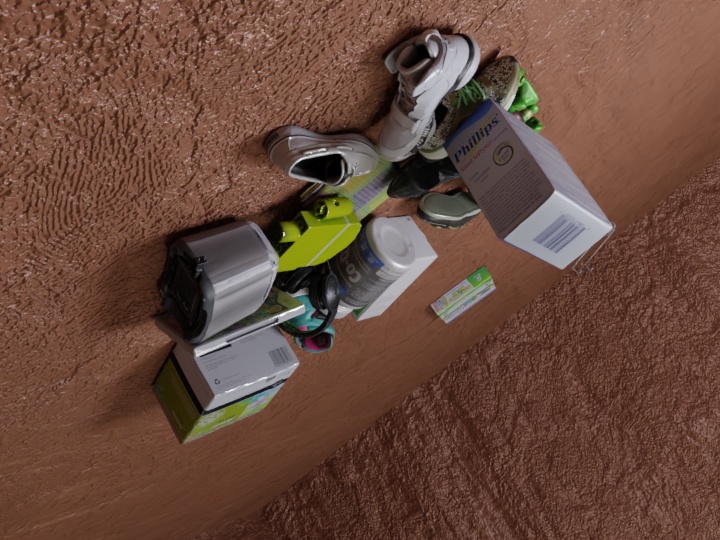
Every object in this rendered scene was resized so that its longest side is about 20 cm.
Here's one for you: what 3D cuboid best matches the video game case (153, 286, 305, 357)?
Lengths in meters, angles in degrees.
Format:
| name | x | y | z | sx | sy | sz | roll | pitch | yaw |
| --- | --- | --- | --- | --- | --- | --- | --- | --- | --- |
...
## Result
| name | x | y | z | sx | sy | sz | roll | pitch | yaw |
| --- | --- | --- | --- | --- | --- | --- | --- | --- | --- |
| video game case | -0.209 | 0.070 | 1.113 | 0.199 | 0.143 | 0.018 | -21 | 119 | -34 |

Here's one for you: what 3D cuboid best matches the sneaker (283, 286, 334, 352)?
| name | x | y | z | sx | sy | sz | roll | pitch | yaw |
| --- | --- | --- | --- | --- | --- | --- | --- | --- | --- |
| sneaker | -0.081 | 0.100 | 1.376 | 0.083 | 0.122 | 0.200 | -22 | 166 | 24 |

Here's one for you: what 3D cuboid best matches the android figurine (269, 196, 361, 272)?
| name | x | y | z | sx | sy | sz | roll | pitch | yaw |
| --- | --- | --- | --- | --- | --- | --- | --- | --- | --- |
| android figurine | -0.078 | -0.052 | 1.097 | 0.199 | 0.041 | 0.182 | -13 | 157 | -48 |

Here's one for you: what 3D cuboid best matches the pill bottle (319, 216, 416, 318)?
| name | x | y | z | sx | sy | sz | roll | pitch | yaw |
| --- | --- | --- | --- | --- | --- | --- | --- | --- | --- |
| pill bottle | 0.000 | 0.000 | 1.291 | 0.113 | 0.114 | 0.200 | -10 | 155 | -50 |

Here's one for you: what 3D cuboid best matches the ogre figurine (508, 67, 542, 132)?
| name | x | y | z | sx | sy | sz | roll | pitch | yaw |
| --- | --- | --- | --- | --- | --- | --- | --- | --- | --- |
| ogre figurine | 0.236 | -0.243 | 1.141 | 0.120 | 0.098 | 0.200 | -47 | 172 | 2 |

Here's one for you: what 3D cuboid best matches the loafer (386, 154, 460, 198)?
| name | x | y | z | sx | sy | sz | roll | pitch | yaw |
| --- | --- | --- | --- | --- | --- | --- | --- | --- | --- |
| loafer | 0.116 | -0.171 | 1.163 | 0.072 | 0.073 | 0.199 | -23 | -177 | 45 |

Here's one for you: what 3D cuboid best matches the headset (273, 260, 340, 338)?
| name | x | y | z | sx | sy | sz | roll | pitch | yaw |
| --- | --- | --- | --- | --- | --- | --- | --- | --- | --- |
| headset | -0.081 | 0.020 | 1.229 | 0.201 | 0.123 | 0.094 | -66 | 164 | 13 |

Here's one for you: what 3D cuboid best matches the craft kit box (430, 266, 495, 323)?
| name | x | y | z | sx | sy | sz | roll | pitch | yaw |
| --- | --- | --- | --- | --- | --- | --- | --- | --- | --- |
| craft kit box | 0.321 | 0.080 | 2.153 | 0.199 | 0.049 | 0.197 | -36 | 164 | 5 |

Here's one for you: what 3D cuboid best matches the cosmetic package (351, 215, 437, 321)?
| name | x | y | z | sx | sy | sz | roll | pitch | yaw |
| --- | --- | --- | --- | --- | --- | --- | --- | --- | --- |
| cosmetic package | 0.045 | -0.004 | 1.383 | 0.084 | 0.108 | 0.200 | -10 | 148 | -48 |

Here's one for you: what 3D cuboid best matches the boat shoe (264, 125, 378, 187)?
| name | x | y | z | sx | sy | sz | roll | pitch | yaw |
| --- | --- | --- | --- | --- | --- | --- | --- | --- | --- |
| boat shoe | -0.038 | -0.146 | 0.937 | 0.072 | 0.066 | 0.199 | -47 | 152 | 26 |

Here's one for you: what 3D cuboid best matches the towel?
| name | x | y | z | sx | sy | sz | roll | pitch | yaw |
| --- | --- | --- | --- | --- | --- | --- | --- | --- | --- |
| towel | -0.005 | -0.134 | 1.113 | 0.143 | 0.023 | 0.200 | -40 | 161 | 13 |

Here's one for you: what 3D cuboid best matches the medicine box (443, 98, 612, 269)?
| name | x | y | z | sx | sy | sz | roll | pitch | yaw |
| --- | --- | --- | --- | --- | --- | --- | --- | --- | --- |
| medicine box | 0.245 | -0.125 | 1.024 | 0.181 | 0.201 | 0.103 | 18 | 127 | -44 |

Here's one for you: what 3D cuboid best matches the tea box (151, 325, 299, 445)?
| name | x | y | z | sx | sy | sz | roll | pitch | yaw |
| --- | --- | --- | --- | --- | --- | --- | --- | --- | --- |
| tea box | -0.258 | 0.202 | 1.327 | 0.199 | 0.134 | 0.197 | -16 | 155 | -43 |

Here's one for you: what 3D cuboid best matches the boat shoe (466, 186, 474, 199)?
| name | x | y | z | sx | sy | sz | roll | pitch | yaw |
| --- | --- | --- | --- | --- | --- | --- | --- | --- | --- |
| boat shoe | 0.226 | -0.170 | 1.320 | 0.060 | 0.072 | 0.201 | -40 | 149 | -5 |

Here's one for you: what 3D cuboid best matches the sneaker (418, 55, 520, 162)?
| name | x | y | z | sx | sy | sz | roll | pitch | yaw |
| --- | --- | --- | --- | --- | --- | --- | --- | --- | --- |
| sneaker | 0.151 | -0.247 | 1.035 | 0.200 | 0.077 | 0.088 | -42 | 152 | 15 |

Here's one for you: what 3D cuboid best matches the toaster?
| name | x | y | z | sx | sy | sz | roll | pitch | yaw |
| --- | --- | --- | --- | --- | --- | --- | --- | --- | --- |
| toaster | -0.201 | 0.008 | 0.992 | 0.129 | 0.114 | 0.200 | -26 | 160 | -34 |

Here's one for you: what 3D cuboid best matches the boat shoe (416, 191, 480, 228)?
| name | x | y | z | sx | sy | sz | roll | pitch | yaw |
| --- | --- | --- | --- | --- | --- | --- | --- | --- | --- |
| boat shoe | 0.168 | -0.111 | 1.365 | 0.200 | 0.072 | 0.061 | -11 | 146 | -51 |

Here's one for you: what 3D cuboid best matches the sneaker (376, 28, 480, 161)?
| name | x | y | z | sx | sy | sz | roll | pitch | yaw |
| --- | --- | --- | --- | --- | --- | --- | --- | --- | --- |
| sneaker | 0.064 | -0.231 | 0.918 | 0.114 | 0.075 | 0.200 | -7 | 142 | -53 |

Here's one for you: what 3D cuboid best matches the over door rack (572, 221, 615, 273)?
| name | x | y | z | sx | sy | sz | roll | pitch | yaw |
| --- | --- | --- | --- | --- | --- | --- | --- | --- | --- |
| over door rack | 0.848 | -0.092 | 2.557 | 0.147 | 0.066 | 0.201 | -9 | 128 | -52 |
